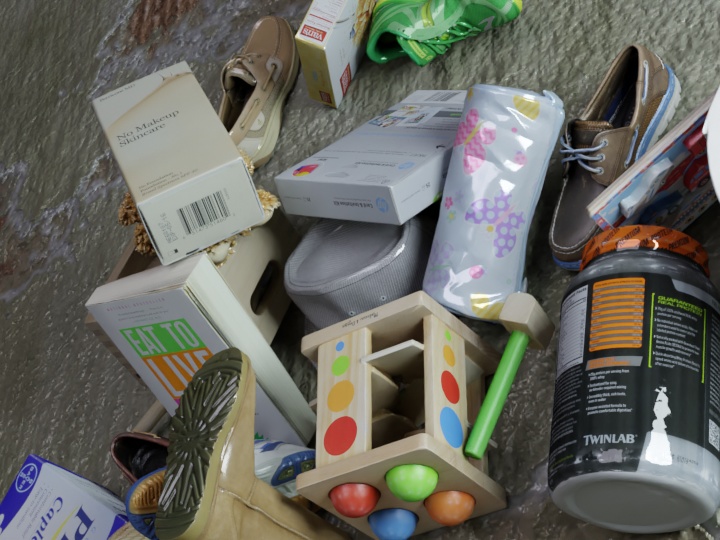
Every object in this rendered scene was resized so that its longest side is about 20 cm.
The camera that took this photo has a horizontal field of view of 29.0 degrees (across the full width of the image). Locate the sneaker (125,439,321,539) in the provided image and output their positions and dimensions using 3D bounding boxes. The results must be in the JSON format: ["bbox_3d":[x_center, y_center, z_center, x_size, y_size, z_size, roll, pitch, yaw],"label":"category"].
[{"bbox_3d":[-0.123,0.187,1.187,0.088,0.199,0.076,15,102,48],"label":"sneaker"}]

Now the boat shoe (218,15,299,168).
[{"bbox_3d":[-0.118,-0.210,1.543,0.071,0.064,0.202,-16,52,34],"label":"boat shoe"}]

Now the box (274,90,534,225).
[{"bbox_3d":[0.045,-0.107,1.261,0.155,0.042,0.199,8,33,47],"label":"box"}]

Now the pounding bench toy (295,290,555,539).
[{"bbox_3d":[0.063,0.116,1.103,0.199,0.124,0.157,-23,49,29],"label":"pounding bench toy"}]

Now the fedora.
[{"bbox_3d":[0.000,0.000,1.267,0.199,0.090,0.178,-21,49,31],"label":"fedora"}]

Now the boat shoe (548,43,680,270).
[{"bbox_3d":[0.200,-0.099,1.169,0.072,0.072,0.201,9,69,44],"label":"boat shoe"}]

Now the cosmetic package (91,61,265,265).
[{"bbox_3d":[-0.167,-0.101,1.255,0.103,0.074,0.200,-25,39,-8],"label":"cosmetic package"}]

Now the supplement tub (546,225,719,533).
[{"bbox_3d":[0.202,0.077,1.007,0.122,0.122,0.202,-13,53,36],"label":"supplement tub"}]

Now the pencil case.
[{"bbox_3d":[0.111,-0.055,1.165,0.090,0.083,0.202,14,94,43],"label":"pencil case"}]

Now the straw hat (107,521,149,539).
[{"bbox_3d":[-0.149,0.281,1.137,0.199,0.085,0.203,-1,69,2],"label":"straw hat"}]

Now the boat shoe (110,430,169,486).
[{"bbox_3d":[-0.164,0.202,1.292,0.199,0.070,0.071,15,72,45],"label":"boat shoe"}]

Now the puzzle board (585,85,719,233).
[{"bbox_3d":[0.268,-0.088,1.049,0.200,0.151,0.017,-42,62,10],"label":"puzzle board"}]

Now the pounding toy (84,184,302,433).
[{"bbox_3d":[-0.164,0.048,1.368,0.183,0.142,0.201,-9,42,37],"label":"pounding toy"}]

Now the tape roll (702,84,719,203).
[{"bbox_3d":[0.346,-0.071,0.930,0.201,0.139,0.205,-9,70,27],"label":"tape roll"}]

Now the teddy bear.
[{"bbox_3d":[-0.158,-0.063,1.305,0.144,0.067,0.200,-36,33,-2],"label":"teddy bear"}]

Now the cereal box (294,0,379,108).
[{"bbox_3d":[-0.004,-0.285,1.441,0.039,0.144,0.201,22,76,11],"label":"cereal box"}]

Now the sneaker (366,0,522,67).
[{"bbox_3d":[0.082,-0.242,1.382,0.199,0.074,0.084,-6,55,50],"label":"sneaker"}]

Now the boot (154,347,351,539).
[{"bbox_3d":[-0.073,0.184,1.123,0.066,0.200,0.176,-8,54,38],"label":"boot"}]

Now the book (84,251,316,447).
[{"bbox_3d":[-0.142,0.085,1.258,0.133,0.201,0.048,-13,33,36],"label":"book"}]

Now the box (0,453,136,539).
[{"bbox_3d":[-0.273,0.297,1.297,0.199,0.105,0.185,18,76,47],"label":"box"}]
